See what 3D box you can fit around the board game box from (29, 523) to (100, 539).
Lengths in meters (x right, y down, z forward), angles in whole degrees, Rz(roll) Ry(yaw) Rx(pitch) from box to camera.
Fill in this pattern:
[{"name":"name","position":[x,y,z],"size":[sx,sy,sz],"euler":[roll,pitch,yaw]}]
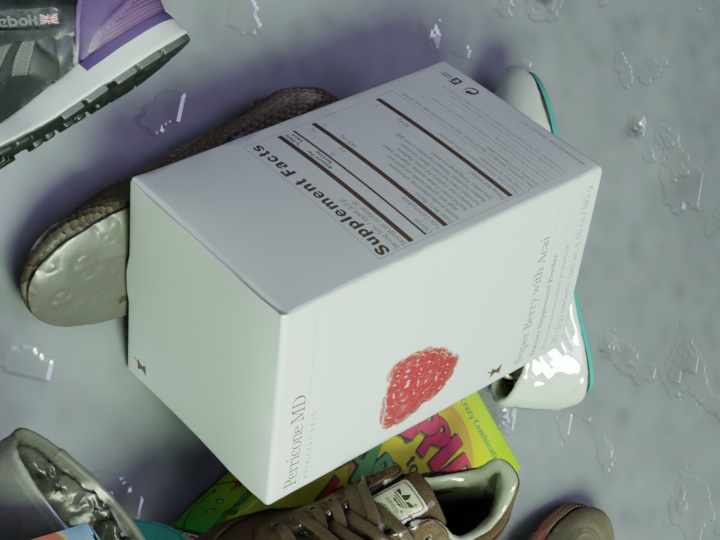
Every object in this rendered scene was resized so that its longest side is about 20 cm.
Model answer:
[{"name":"board game box","position":[-0.128,0.210,0.589],"size":[0.103,0.105,0.200],"euler":[-13,128,-31]}]

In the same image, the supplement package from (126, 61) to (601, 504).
[{"name":"supplement package","position":[0.000,0.000,0.797],"size":[0.200,0.120,0.121],"euler":[-25,139,-33]}]

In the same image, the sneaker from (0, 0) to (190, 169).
[{"name":"sneaker","position":[-0.178,-0.090,0.737],"size":[0.200,0.076,0.088],"euler":[-38,96,-34]}]

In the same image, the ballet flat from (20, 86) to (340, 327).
[{"name":"ballet flat","position":[-0.088,-0.038,0.810],"size":[0.200,0.046,0.067],"euler":[-35,143,-26]}]

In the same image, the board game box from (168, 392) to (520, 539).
[{"name":"board game box","position":[-0.012,0.127,0.855],"size":[0.200,0.048,0.102],"euler":[-42,112,-29]}]

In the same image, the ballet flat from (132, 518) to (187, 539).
[{"name":"ballet flat","position":[-0.174,0.154,0.733],"size":[0.200,0.069,0.071],"euler":[0,114,-29]}]

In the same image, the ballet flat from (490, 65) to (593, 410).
[{"name":"ballet flat","position":[0.086,-0.014,0.926],"size":[0.069,0.069,0.200],"euler":[-15,99,-35]}]

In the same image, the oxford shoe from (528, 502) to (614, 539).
[{"name":"oxford shoe","position":[0.126,0.198,0.902],"size":[0.071,0.075,0.200],"euler":[62,29,-23]}]

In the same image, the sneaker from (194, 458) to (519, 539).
[{"name":"sneaker","position":[-0.005,0.122,0.768],"size":[0.200,0.076,0.070],"euler":[-6,50,-48]}]

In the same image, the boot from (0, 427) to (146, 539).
[{"name":"boot","position":[-0.163,0.176,0.669],"size":[0.200,0.073,0.182],"euler":[-35,123,0]}]
